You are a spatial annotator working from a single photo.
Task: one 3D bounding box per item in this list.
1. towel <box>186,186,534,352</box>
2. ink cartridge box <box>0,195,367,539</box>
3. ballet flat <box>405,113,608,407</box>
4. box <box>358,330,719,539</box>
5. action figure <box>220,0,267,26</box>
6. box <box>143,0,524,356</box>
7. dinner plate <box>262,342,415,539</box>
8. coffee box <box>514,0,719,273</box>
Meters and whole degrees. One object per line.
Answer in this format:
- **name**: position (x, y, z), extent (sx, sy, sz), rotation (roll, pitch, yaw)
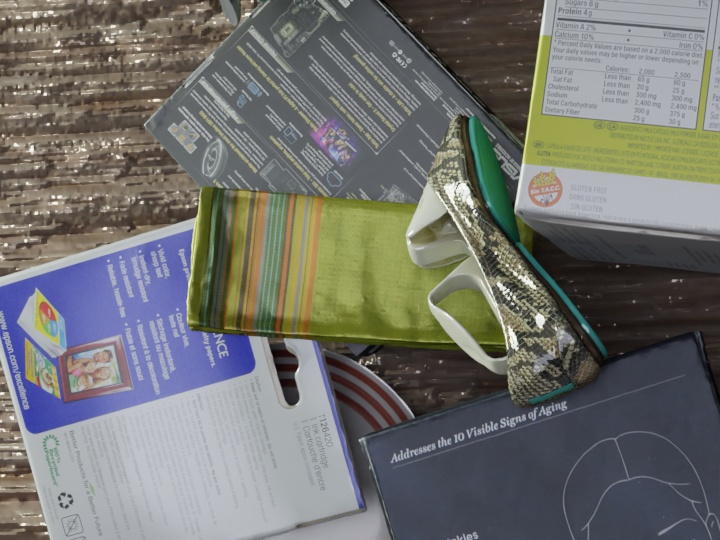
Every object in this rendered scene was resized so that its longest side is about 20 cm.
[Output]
- **towel**: position (0.000, 0.000, 1.270), extent (0.200, 0.018, 0.086), rotation (4, 88, 2)
- **ink cartridge box**: position (-0.111, 0.075, 1.319), extent (0.200, 0.047, 0.198), rotation (-16, 88, 11)
- **ballet flat**: position (0.067, -0.005, 1.209), extent (0.075, 0.068, 0.200), rotation (-30, 52, 6)
- **box**: position (0.126, 0.157, 1.232), extent (0.200, 0.124, 0.197), rotation (-18, 86, 5)
- **action figure**: position (-0.012, -0.213, 1.284), extent (0.200, 0.055, 0.118), rotation (-32, 46, -22)
- **box**: position (-0.008, -0.073, 1.322), extent (0.160, 0.044, 0.200), rotation (-46, 79, 9)
- **dinner plate**: position (-0.045, 0.144, 1.337), extent (0.200, 0.024, 0.200), rotation (0, 89, 13)
- **coffee box**: position (0.209, -0.103, 1.183), extent (0.200, 0.200, 0.198), rotation (6, 85, 15)
